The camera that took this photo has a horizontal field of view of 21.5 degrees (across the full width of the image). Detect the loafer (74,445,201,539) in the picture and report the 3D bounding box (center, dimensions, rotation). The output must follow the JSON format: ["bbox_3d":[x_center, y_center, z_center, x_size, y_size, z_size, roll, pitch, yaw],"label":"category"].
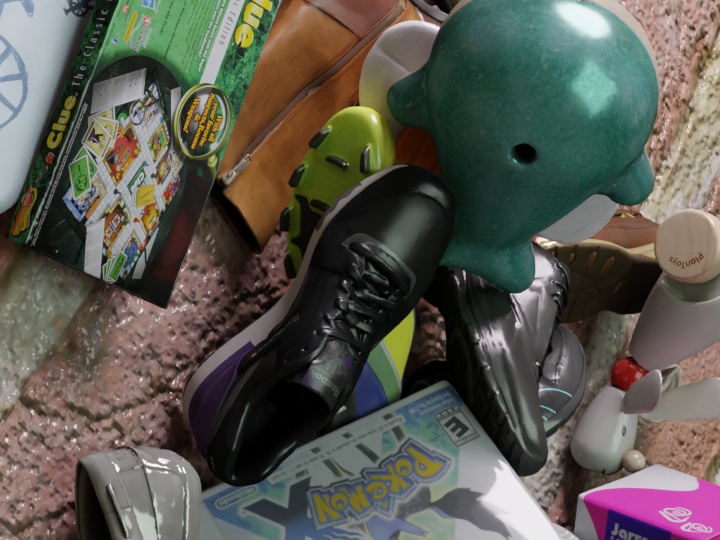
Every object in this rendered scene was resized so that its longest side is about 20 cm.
[{"bbox_3d":[-0.124,0.192,0.980,0.069,0.070,0.202,6,79,-36],"label":"loafer"}]

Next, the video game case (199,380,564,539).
[{"bbox_3d":[0.016,0.168,1.038,0.199,0.022,0.183,-22,61,-27],"label":"video game case"}]

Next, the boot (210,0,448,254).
[{"bbox_3d":[-0.007,-0.090,1.130,0.201,0.068,0.189,-58,139,-26],"label":"boot"}]

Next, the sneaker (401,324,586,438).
[{"bbox_3d":[0.078,0.084,1.199,0.200,0.075,0.080,-44,116,-40],"label":"sneaker"}]

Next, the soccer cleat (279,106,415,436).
[{"bbox_3d":[-0.001,0.000,1.106,0.083,0.064,0.202,-15,116,-46],"label":"soccer cleat"}]

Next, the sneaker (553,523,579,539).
[{"bbox_3d":[0.099,0.237,1.184,0.201,0.072,0.115,-80,179,-70],"label":"sneaker"}]

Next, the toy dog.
[{"bbox_3d":[0.228,0.058,1.292,0.131,0.096,0.201,-13,128,-44],"label":"toy dog"}]

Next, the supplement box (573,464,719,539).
[{"bbox_3d":[0.201,0.246,1.265,0.103,0.101,0.202,-10,109,-47],"label":"supplement box"}]

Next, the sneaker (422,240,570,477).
[{"bbox_3d":[0.091,0.030,1.149,0.090,0.076,0.201,-5,59,-14],"label":"sneaker"}]

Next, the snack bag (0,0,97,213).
[{"bbox_3d":[-0.174,-0.158,0.964,0.200,0.021,0.189,-45,118,-29],"label":"snack bag"}]

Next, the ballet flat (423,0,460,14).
[{"bbox_3d":[0.068,-0.169,1.209,0.068,0.068,0.201,-56,133,-33],"label":"ballet flat"}]

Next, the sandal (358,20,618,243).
[{"bbox_3d":[0.071,-0.083,1.140,0.206,0.059,0.079,34,105,-34],"label":"sandal"}]

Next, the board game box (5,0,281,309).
[{"bbox_3d":[-0.108,-0.091,0.995,0.104,0.023,0.201,27,80,-43],"label":"board game box"}]

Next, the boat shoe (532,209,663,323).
[{"bbox_3d":[0.152,-0.011,1.299,0.199,0.072,0.068,0,44,-51],"label":"boat shoe"}]

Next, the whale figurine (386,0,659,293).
[{"bbox_3d":[0.086,-0.062,1.048,0.158,0.201,0.104,21,37,-1],"label":"whale figurine"}]

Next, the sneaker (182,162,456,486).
[{"bbox_3d":[-0.011,0.036,1.021,0.076,0.088,0.200,37,97,-23],"label":"sneaker"}]
